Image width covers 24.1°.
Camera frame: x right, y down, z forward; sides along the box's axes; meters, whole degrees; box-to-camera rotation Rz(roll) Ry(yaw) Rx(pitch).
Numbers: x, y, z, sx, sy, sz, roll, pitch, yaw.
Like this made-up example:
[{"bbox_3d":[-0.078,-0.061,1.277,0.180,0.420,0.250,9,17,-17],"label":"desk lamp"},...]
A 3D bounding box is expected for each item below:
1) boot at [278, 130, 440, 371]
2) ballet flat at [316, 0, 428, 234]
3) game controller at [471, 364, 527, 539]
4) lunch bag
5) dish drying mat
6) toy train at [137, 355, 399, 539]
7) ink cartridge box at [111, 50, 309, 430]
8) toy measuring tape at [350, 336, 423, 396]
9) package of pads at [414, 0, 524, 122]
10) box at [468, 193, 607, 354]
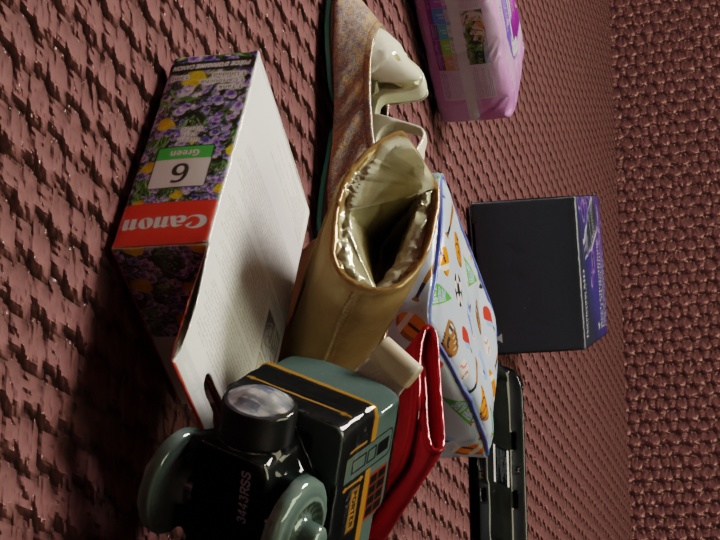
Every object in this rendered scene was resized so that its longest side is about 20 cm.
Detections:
[{"bbox_3d":[0.000,0.000,0.868,0.200,0.066,0.176,111,-8,-51],"label":"boot"},{"bbox_3d":[0.011,-0.100,1.107,0.068,0.067,0.201,54,34,-65],"label":"ballet flat"},{"bbox_3d":[0.123,0.181,1.540,0.104,0.042,0.201,24,61,-57],"label":"game controller"},{"bbox_3d":[0.049,0.035,1.205,0.200,0.075,0.161,68,20,-48],"label":"lunch bag"},{"bbox_3d":[0.001,0.116,0.886,0.200,0.018,0.077,118,-22,-47],"label":"dish drying mat"},{"bbox_3d":[-0.039,0.132,0.720,0.114,0.085,0.201,-28,131,-55],"label":"toy train"},{"bbox_3d":[-0.072,0.002,0.790,0.109,0.050,0.201,73,20,-43],"label":"ink cartridge box"},{"bbox_3d":[-0.013,0.092,0.810,0.200,0.073,0.074,-56,-167,38],"label":"toy measuring tape"},{"bbox_3d":[0.088,-0.238,1.428,0.121,0.075,0.201,-77,157,-46],"label":"package of pads"},{"bbox_3d":[0.177,0.002,1.651,0.200,0.104,0.149,-15,101,-76],"label":"box"}]
